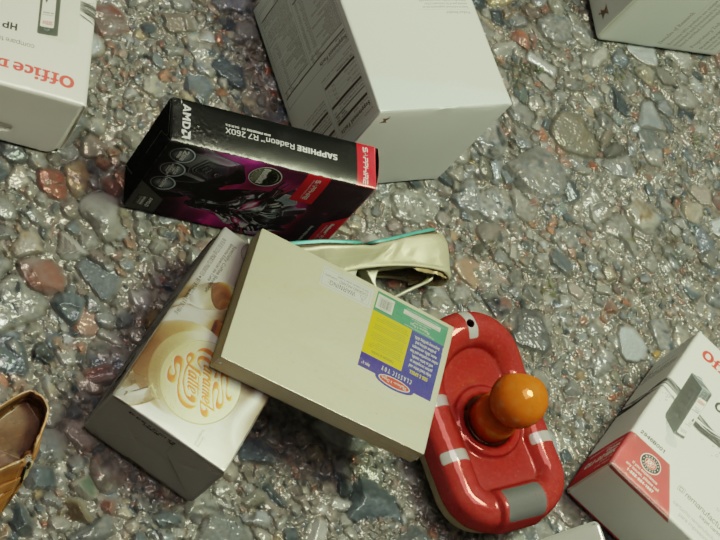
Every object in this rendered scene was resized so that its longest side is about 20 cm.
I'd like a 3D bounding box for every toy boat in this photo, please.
[{"bbox_3d":[0.121,0.127,1.569,0.130,0.131,0.201,-9,70,-33],"label":"toy boat"}]

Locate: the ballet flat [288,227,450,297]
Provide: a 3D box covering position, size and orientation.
[{"bbox_3d":[0.000,0.000,1.616,0.199,0.069,0.070,-7,68,-31],"label":"ballet flat"}]

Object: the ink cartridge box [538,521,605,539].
[{"bbox_3d":[0.185,0.303,1.465,0.084,0.200,0.145,-19,71,3],"label":"ink cartridge box"}]

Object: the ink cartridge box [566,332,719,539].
[{"bbox_3d":[0.313,0.180,1.676,0.144,0.084,0.200,43,52,-1],"label":"ink cartridge box"}]

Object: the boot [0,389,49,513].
[{"bbox_3d":[-0.303,0.182,1.290,0.074,0.155,0.200,31,54,-11],"label":"boot"}]

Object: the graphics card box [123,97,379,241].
[{"bbox_3d":[-0.098,-0.084,1.565,0.199,0.125,0.051,14,59,-23],"label":"graphics card box"}]

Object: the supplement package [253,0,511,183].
[{"bbox_3d":[0.017,-0.204,1.676,0.151,0.151,0.201,-7,68,-32],"label":"supplement package"}]

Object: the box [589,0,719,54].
[{"bbox_3d":[0.358,-0.376,1.926,0.171,0.200,0.200,4,64,-25],"label":"box"}]

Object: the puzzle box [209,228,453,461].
[{"bbox_3d":[-0.020,0.065,1.492,0.200,0.025,0.133,28,55,-17],"label":"puzzle box"}]

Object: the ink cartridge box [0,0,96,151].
[{"bbox_3d":[-0.312,-0.222,1.546,0.146,0.084,0.201,13,59,-23],"label":"ink cartridge box"}]

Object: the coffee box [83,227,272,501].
[{"bbox_3d":[-0.129,0.078,1.489,0.114,0.080,0.200,37,53,-8],"label":"coffee box"}]
